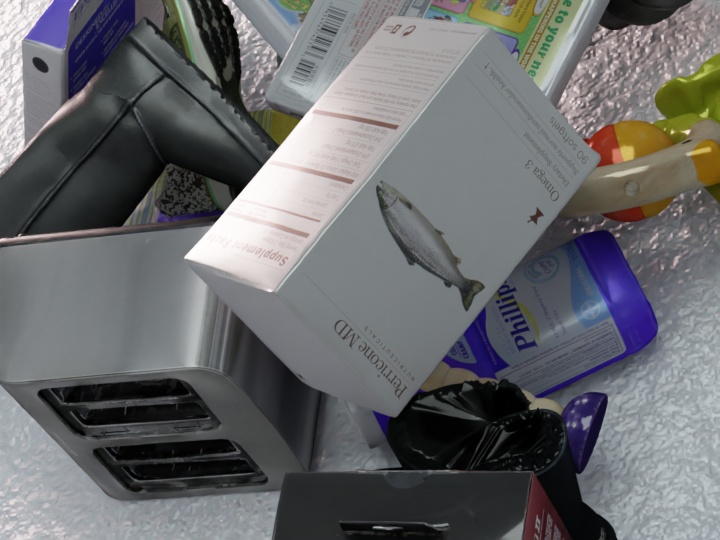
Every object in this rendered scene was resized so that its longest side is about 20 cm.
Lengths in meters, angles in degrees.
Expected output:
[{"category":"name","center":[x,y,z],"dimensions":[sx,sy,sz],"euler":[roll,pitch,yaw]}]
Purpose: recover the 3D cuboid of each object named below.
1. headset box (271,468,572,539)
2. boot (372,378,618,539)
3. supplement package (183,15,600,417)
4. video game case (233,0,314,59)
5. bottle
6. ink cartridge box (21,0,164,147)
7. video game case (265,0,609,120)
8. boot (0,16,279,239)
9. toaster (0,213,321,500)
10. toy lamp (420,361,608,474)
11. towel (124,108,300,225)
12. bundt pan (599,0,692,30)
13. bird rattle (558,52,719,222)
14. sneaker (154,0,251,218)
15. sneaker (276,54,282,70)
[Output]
[{"category":"headset box","center":[0.045,0.180,1.361],"dimensions":[0.148,0.200,0.077],"euler":[-2,59,20]},{"category":"boot","center":[0.047,0.122,1.426],"dimensions":[0.200,0.168,0.077],"euler":[7,59,28]},{"category":"supplement package","center":[0.019,-0.034,1.398],"dimensions":[0.200,0.117,0.117],"euler":[-51,30,-13]},{"category":"video game case","center":[0.010,-0.183,1.676],"dimensions":[0.182,0.022,0.200],"euler":[-15,51,-34]},{"category":"bottle","center":[0.085,0.049,1.531],"dimensions":[0.200,0.065,0.084],"euler":[-25,50,3]},{"category":"ink cartridge box","center":[-0.176,-0.191,1.718],"dimensions":[0.043,0.200,0.198],"euler":[25,55,8]},{"category":"video game case","center":[0.060,-0.164,1.551],"dimensions":[0.182,0.022,0.200],"euler":[21,75,25]},{"category":"boot","center":[-0.156,-0.042,1.608],"dimensions":[0.165,0.066,0.200],"euler":[44,95,13]},{"category":"toaster","center":[-0.119,0.056,1.541],"dimensions":[0.199,0.181,0.119],"euler":[-5,59,18]},{"category":"toy lamp","center":[0.050,0.065,1.470],"dimensions":[0.200,0.058,0.058],"euler":[19,63,13]},{"category":"towel","center":[-0.097,-0.059,1.717],"dimensions":[0.199,0.023,0.144],"euler":[-2,55,21]},{"category":"bundt pan","center":[0.154,-0.240,1.626],"dimensions":[0.202,0.202,0.076],"euler":[20,60,33]},{"category":"bird rattle","center":[0.162,-0.072,1.526],"dimensions":[0.199,0.113,0.163],"euler":[-5,10,6]},{"category":"sneaker","center":[-0.130,-0.126,1.679],"dimensions":[0.088,0.077,0.201],"euler":[-16,78,18]},{"category":"sneaker","center":[0.021,-0.098,1.657],"dimensions":[0.071,0.073,0.200],"euler":[-21,63,-26]}]
